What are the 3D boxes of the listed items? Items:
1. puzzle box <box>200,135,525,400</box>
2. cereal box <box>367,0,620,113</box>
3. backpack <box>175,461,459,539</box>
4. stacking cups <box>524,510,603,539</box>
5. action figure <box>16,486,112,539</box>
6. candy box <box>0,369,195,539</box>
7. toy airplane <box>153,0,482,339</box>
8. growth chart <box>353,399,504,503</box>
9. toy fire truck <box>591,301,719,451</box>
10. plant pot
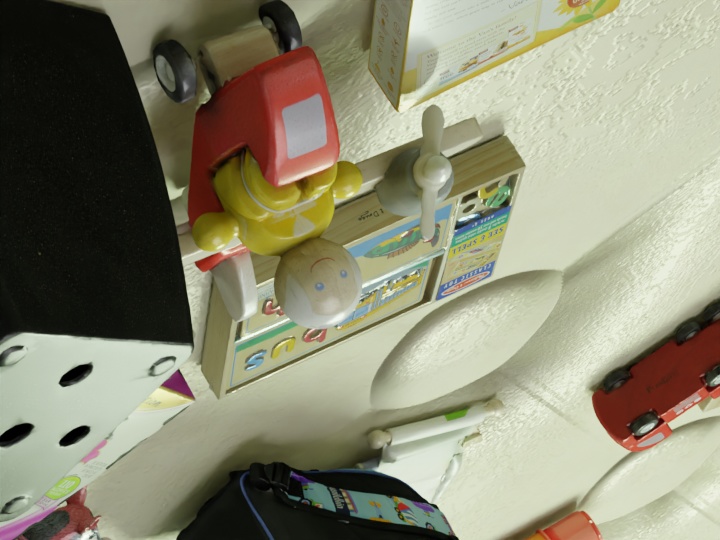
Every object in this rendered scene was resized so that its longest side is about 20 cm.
[{"bbox_3d":[0.000,0.000,1.723,0.199,0.025,0.133,-24,156,-19],"label":"puzzle box"},{"bbox_3d":[0.077,-0.172,1.461,0.143,0.040,0.200,-25,156,-17],"label":"cereal box"},{"bbox_3d":[-0.012,0.224,1.943,0.199,0.183,0.134,3,141,-50],"label":"backpack"},{"bbox_3d":[0.103,0.255,2.338,0.199,0.061,0.061,-33,158,-13],"label":"stacking cups"},{"bbox_3d":[-0.230,0.200,1.782,0.148,0.134,0.200,31,107,-18],"label":"action figure"},{"bbox_3d":[-0.207,0.096,1.606,0.200,0.061,0.136,-38,156,12],"label":"candy box"},{"bbox_3d":[-0.049,-0.024,1.465,0.200,0.142,0.199,-41,156,19],"label":"toy airplane"},{"bbox_3d":[0.009,0.172,2.059,0.144,0.018,0.200,-7,139,-44],"label":"growth chart"},{"bbox_3d":[0.275,0.073,2.190,0.199,0.049,0.141,-35,157,6],"label":"toy fire truck"},{"bbox_3d":[-0.192,0.003,1.292,0.199,0.178,0.200,-42,156,23],"label":"plant pot"}]
